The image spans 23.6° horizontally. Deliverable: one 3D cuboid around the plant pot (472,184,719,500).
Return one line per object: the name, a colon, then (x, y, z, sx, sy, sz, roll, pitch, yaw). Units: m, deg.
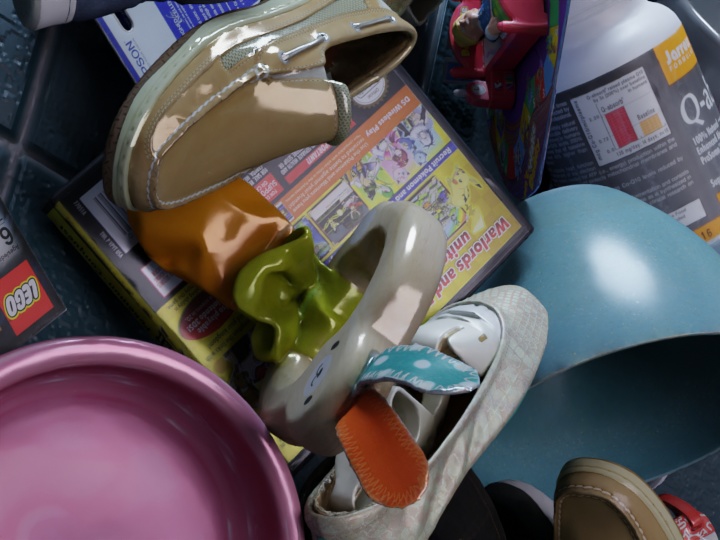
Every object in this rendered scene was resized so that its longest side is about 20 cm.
plant pot: (0.132, 0.031, 0.996, 0.199, 0.200, 0.135, 15, 49, -42)

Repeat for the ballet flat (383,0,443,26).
ballet flat: (0.012, -0.161, 0.998, 0.071, 0.070, 0.200, 55, 48, -20)

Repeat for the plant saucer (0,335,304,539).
plant saucer: (-0.124, 0.129, 0.761, 0.199, 0.051, 0.202, -1, 91, -24)

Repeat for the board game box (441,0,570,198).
board game box: (0.076, -0.140, 0.984, 0.039, 0.201, 0.158, 0, 34, -9)

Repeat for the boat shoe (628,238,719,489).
boat shoe: (0.220, 0.055, 1.080, 0.068, 0.073, 0.200, -16, 135, -51)

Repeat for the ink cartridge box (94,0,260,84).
ink cartridge box: (-0.090, -0.174, 0.913, 0.200, 0.039, 0.100, -45, 111, -43)

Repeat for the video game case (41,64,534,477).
video game case: (-0.031, -0.026, 0.882, 0.200, 0.025, 0.181, -44, 98, -25)

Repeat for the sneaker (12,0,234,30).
sneaker: (-0.109, -0.211, 0.819, 0.145, 0.077, 0.203, -11, 71, -19)

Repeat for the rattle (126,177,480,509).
rattle: (-0.033, 0.011, 0.750, 0.143, 0.130, 0.200, 51, 15, -16)

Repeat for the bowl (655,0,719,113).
bowl: (0.267, -0.121, 1.194, 0.200, 0.091, 0.201, 28, 27, -16)

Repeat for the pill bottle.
pill bottle: (0.166, -0.099, 1.096, 0.116, 0.116, 0.201, -37, 107, -43)

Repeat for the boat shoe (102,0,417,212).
boat shoe: (-0.038, -0.083, 0.802, 0.200, 0.076, 0.072, -47, 157, -41)

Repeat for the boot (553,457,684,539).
boot: (0.115, 0.216, 0.911, 0.155, 0.072, 0.201, -44, 132, -43)

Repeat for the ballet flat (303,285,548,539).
ballet flat: (0.035, 0.064, 0.829, 0.200, 0.067, 0.063, -59, 136, -36)

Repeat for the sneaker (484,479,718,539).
sneaker: (0.149, 0.163, 1.035, 0.108, 0.067, 0.202, -50, 122, -21)

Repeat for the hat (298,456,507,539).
hat: (0.001, 0.178, 0.892, 0.200, 0.081, 0.202, 2, 88, -47)

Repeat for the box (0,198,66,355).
box: (-0.232, 0.013, 0.725, 0.200, 0.040, 0.137, -43, 112, -42)
